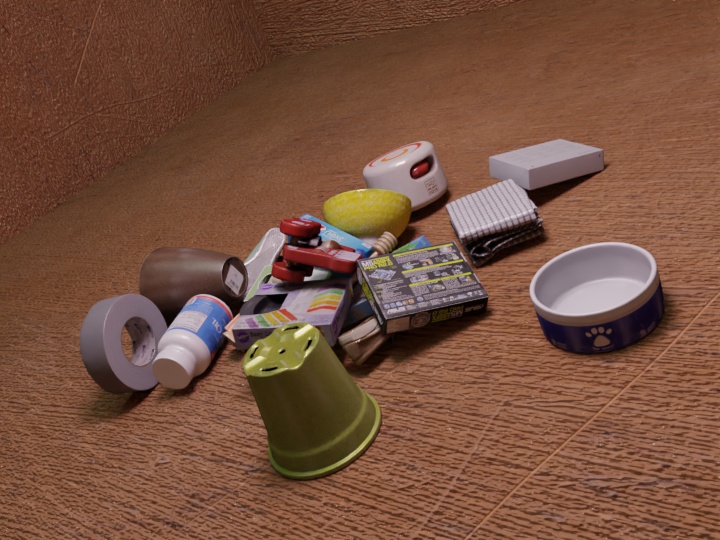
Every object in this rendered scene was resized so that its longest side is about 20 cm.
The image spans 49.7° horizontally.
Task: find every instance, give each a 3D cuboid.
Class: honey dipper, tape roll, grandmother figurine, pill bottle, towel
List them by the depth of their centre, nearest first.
[{"bbox_3d":[0.272,-0.100,1.589,0.165,0.086,0.200,-20,25,4],"label":"towel"},{"bbox_3d":[0.000,0.000,1.594,0.200,0.038,0.038,-46,33,-19],"label":"honey dipper"},{"bbox_3d":[-0.348,0.149,1.602,0.112,0.113,0.200,-11,30,24],"label":"pill bottle"},{"bbox_3d":[-0.482,0.151,1.606,0.066,0.201,0.201,-12,29,25],"label":"tape roll"},{"bbox_3d":[-0.202,0.070,1.606,0.200,0.060,0.121,-52,-10,-16],"label":"grandmother figurine"}]

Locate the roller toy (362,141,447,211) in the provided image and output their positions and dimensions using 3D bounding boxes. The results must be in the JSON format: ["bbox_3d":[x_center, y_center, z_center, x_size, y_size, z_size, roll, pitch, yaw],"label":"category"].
[{"bbox_3d":[0.109,-0.212,1.855,0.182,0.140,0.200,-20,16,16],"label":"roller toy"}]

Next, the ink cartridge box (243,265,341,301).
[{"bbox_3d":[-0.141,0.030,1.718,0.199,0.048,0.146,-11,30,23],"label":"ink cartridge box"}]

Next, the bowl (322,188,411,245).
[{"bbox_3d":[0.018,-0.094,1.726,0.199,0.200,0.108,-11,71,24],"label":"bowl"}]

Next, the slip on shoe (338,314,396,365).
[{"bbox_3d":[0.041,0.109,1.426,0.076,0.061,0.200,-30,-1,40],"label":"slip on shoe"}]

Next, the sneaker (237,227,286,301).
[{"bbox_3d":[-0.244,0.000,1.860,0.201,0.074,0.118,-57,1,-18],"label":"sneaker"}]

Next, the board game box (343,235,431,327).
[{"bbox_3d":[0.043,0.023,1.544,0.151,0.037,0.200,-28,17,46],"label":"board game box"}]

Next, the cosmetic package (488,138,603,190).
[{"bbox_3d":[0.407,-0.235,1.707,0.199,0.052,0.151,-16,21,-20],"label":"cosmetic package"}]

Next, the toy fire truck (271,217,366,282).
[{"bbox_3d":[-0.075,-0.032,1.530,0.167,0.113,0.200,13,9,6],"label":"toy fire truck"}]

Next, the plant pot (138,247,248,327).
[{"bbox_3d":[-0.357,0.028,1.740,0.199,0.188,0.187,-8,31,30],"label":"plant pot"}]

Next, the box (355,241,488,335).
[{"bbox_3d":[0.109,0.028,1.411,0.199,0.044,0.160,-11,44,-15],"label":"box"}]

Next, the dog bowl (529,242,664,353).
[{"bbox_3d":[0.379,0.041,1.247,0.199,0.079,0.200,-19,27,10],"label":"dog bowl"}]

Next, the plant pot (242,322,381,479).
[{"bbox_3d":[-0.091,0.192,1.235,0.199,0.185,0.201,-19,26,10],"label":"plant pot"}]

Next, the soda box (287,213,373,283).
[{"bbox_3d":[-0.067,-0.050,1.680,0.200,0.068,0.064,28,41,32],"label":"soda box"}]

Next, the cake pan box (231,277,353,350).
[{"bbox_3d":[-0.124,0.080,1.453,0.199,0.053,0.184,-4,23,15],"label":"cake pan box"}]
